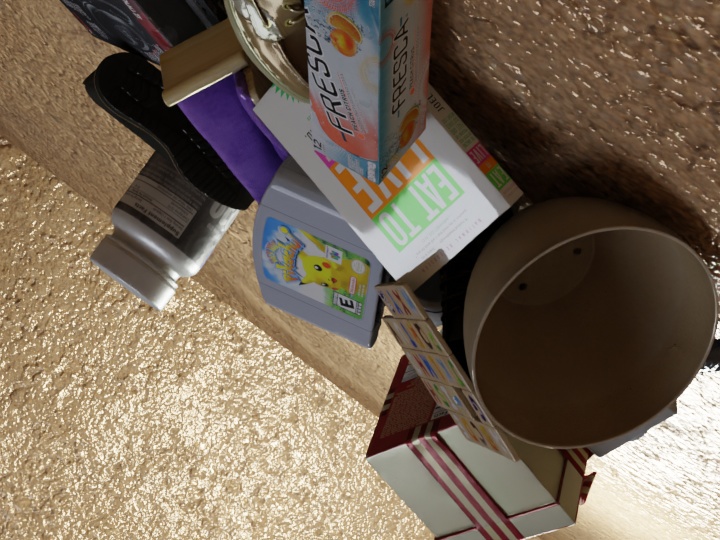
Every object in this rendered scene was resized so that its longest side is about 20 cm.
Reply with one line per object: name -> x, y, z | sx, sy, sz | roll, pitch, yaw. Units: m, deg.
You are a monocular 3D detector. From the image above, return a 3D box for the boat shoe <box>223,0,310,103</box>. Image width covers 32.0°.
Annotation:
boat shoe -> -0.058, -0.204, 0.888 | 0.066, 0.074, 0.201 | 10, 140, 50

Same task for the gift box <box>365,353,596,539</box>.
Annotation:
gift box -> 0.144, 0.168, 1.311 | 0.183, 0.201, 0.187 | -22, 117, 39

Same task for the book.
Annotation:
book -> 0.021, -0.098, 0.996 | 0.200, 0.048, 0.134 | 48, 133, 1

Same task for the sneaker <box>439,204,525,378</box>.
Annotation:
sneaker -> 0.097, 0.001, 1.086 | 0.074, 0.106, 0.202 | -10, 111, 28

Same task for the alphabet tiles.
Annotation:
alphabet tiles -> 0.064, 0.082, 1.079 | 0.168, 0.008, 0.200 | 57, 172, -4

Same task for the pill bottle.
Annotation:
pill bottle -> -0.195, -0.066, 1.344 | 0.113, 0.201, 0.114 | 33, 172, 6

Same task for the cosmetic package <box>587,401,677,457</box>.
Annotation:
cosmetic package -> 0.207, 0.080, 1.220 | 0.199, 0.091, 0.106 | 39, 127, -22

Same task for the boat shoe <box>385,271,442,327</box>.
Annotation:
boat shoe -> 0.003, -0.003, 1.231 | 0.200, 0.075, 0.087 | 26, 146, 12

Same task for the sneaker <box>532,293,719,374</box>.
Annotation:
sneaker -> 0.240, 0.047, 1.109 | 0.197, 0.083, 0.070 | 6, 165, -8

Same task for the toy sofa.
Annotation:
toy sofa -> -0.097, -0.120, 1.135 | 0.200, 0.082, 0.098 | 53, -162, -49

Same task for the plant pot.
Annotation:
plant pot -> 0.166, 0.020, 1.004 | 0.200, 0.200, 0.135 | 41, -165, -31

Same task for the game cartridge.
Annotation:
game cartridge -> -0.036, -0.013, 1.152 | 0.132, 0.041, 0.201 | 26, 145, 13

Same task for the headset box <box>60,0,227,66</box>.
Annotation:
headset box -> -0.206, -0.259, 1.144 | 0.199, 0.078, 0.149 | 26, 166, 36

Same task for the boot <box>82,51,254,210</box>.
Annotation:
boot -> -0.190, -0.144, 1.273 | 0.200, 0.078, 0.138 | 45, 169, -19

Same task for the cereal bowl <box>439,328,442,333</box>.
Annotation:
cereal bowl -> 0.183, 0.105, 1.434 | 0.198, 0.084, 0.201 | 24, 149, 15

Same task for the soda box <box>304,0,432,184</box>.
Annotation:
soda box -> 0.006, -0.153, 0.856 | 0.063, 0.069, 0.201 | 29, 150, 20
